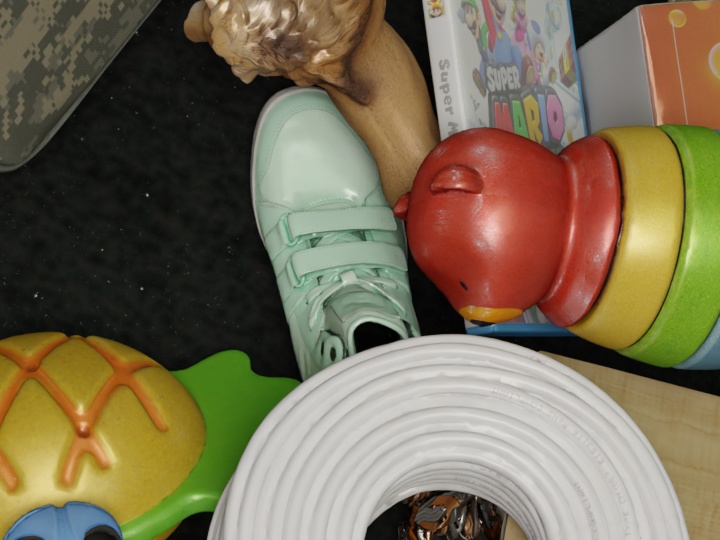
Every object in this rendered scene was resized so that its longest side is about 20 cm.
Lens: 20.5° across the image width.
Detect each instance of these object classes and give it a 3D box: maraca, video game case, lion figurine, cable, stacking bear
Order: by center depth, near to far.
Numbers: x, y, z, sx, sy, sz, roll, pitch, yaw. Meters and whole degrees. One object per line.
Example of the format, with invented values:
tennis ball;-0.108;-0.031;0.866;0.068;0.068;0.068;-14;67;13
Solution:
cable;0.036;0.125;0.813;0.199;0.069;0.201;-2;66;-6
stacking bear;0.115;-0.010;0.861;0.199;0.121;0.115;9;85;-16
maraca;-0.119;0.082;0.892;0.199;0.137;0.107;-7;128;-7
lion figurine;0.009;-0.081;0.924;0.200;0.072;0.123;46;32;-17
video game case;0.076;-0.069;0.960;0.018;0.143;0.201;-11;83;29

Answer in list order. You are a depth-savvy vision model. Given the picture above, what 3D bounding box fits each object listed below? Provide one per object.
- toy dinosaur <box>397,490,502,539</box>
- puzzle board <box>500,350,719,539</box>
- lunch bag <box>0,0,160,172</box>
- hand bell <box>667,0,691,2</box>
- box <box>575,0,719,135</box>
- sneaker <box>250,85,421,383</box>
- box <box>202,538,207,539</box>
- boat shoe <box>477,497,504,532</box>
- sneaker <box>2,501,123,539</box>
toy dinosaur;0.056;0.186;0.923;0.102;0.136;0.201;-29;119;-21
puzzle board;0.159;0.129;0.880;0.199;0.017;0.152;14;64;-3
lunch bag;-0.181;-0.170;0.905;0.167;0.139;0.200;29;76;28
hand bell;0.177;-0.235;1.035;0.103;0.104;0.201;-12;73;-14
box;0.223;-0.069;1.002;0.199;0.097;0.125;-6;84;-13
sneaker;0.000;0.000;0.933;0.073;0.118;0.202;-11;84;-12
box;-0.086;0.213;0.921;0.199;0.046;0.160;-18;87;-14
boat shoe;0.107;0.185;0.958;0.068;0.072;0.200;-41;87;10
sneaker;-0.114;0.194;0.826;0.070;0.083;0.201;-9;119;-10
